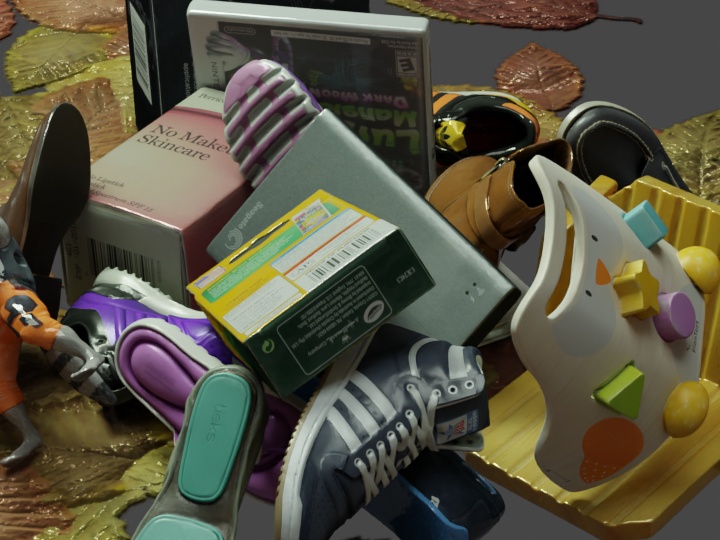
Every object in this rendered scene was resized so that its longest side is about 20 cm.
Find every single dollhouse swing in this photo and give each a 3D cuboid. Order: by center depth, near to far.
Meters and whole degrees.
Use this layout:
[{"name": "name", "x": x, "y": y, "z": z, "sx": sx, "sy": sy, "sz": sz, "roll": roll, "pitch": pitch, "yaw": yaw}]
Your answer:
[{"name": "dollhouse swing", "x": 0.183, "y": 0.056, "z": 1.485, "sx": 0.199, "sy": 0.183, "sz": 0.175, "roll": 27, "pitch": 31, "yaw": 36}]

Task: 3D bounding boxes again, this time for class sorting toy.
[{"name": "sorting toy", "x": 0.148, "y": 0.017, "z": 1.387, "sx": 0.106, "sy": 0.180, "sz": 0.202, "roll": -7, "pitch": 62, "yaw": 32}]

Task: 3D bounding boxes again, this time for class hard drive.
[{"name": "hard drive", "x": 0.000, "y": 0.000, "z": 1.548, "sx": 0.200, "sy": 0.140, "sz": 0.033, "roll": 44, "pitch": 8, "yaw": 21}]

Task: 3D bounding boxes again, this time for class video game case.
[{"name": "video game case", "x": -0.038, "y": -0.136, "z": 1.763, "sx": 0.198, "sy": 0.183, "sz": 0.023, "roll": 6, "pitch": 43, "yaw": 11}]

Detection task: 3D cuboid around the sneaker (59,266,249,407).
[{"name": "sneaker", "x": -0.146, "y": 0.070, "z": 1.560, "sx": 0.199, "sy": 0.070, "sz": 0.099, "roll": 18, "pitch": 44, "yaw": 34}]

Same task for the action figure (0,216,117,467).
[{"name": "action figure", "x": -0.266, "y": 0.040, "z": 1.533, "sx": 0.104, "sy": 0.200, "sz": 0.194, "roll": -17, "pitch": 65, "yaw": -36}]

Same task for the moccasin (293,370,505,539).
[{"name": "moccasin", "x": 0.020, "y": 0.125, "z": 1.466, "sx": 0.068, "sy": 0.081, "sz": 0.200, "roll": -21, "pitch": 52, "yaw": -32}]

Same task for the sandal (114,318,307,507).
[{"name": "sandal", "x": -0.100, "y": 0.105, "z": 1.465, "sx": 0.202, "sy": 0.083, "sz": 0.050, "roll": 29, "pitch": 25, "yaw": 28}]

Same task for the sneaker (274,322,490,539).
[{"name": "sneaker", "x": 0.019, "y": 0.113, "z": 1.374, "sx": 0.107, "sy": 0.071, "sz": 0.201, "roll": 12, "pitch": 47, "yaw": 13}]

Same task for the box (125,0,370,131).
[{"name": "box", "x": -0.097, "y": -0.205, "z": 1.861, "sx": 0.198, "sy": 0.198, "sz": 0.118, "roll": -11, "pitch": 32, "yaw": -15}]

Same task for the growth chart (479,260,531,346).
[{"name": "growth chart", "x": 0.045, "y": 0.030, "z": 1.654, "sx": 0.199, "sy": 0.018, "sz": 0.144, "roll": -21, "pitch": 38, "yaw": -31}]

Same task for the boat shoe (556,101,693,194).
[{"name": "boat shoe", "x": 0.222, "y": -0.056, "z": 1.634, "sx": 0.073, "sy": 0.200, "sz": 0.063, "roll": -44, "pitch": 39, "yaw": 3}]

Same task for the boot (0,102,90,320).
[{"name": "boot", "x": -0.307, "y": -0.040, "z": 1.629, "sx": 0.198, "sy": 0.188, "sz": 0.064, "roll": 5, "pitch": -13, "yaw": 33}]

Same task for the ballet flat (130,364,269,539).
[{"name": "ballet flat", "x": -0.104, "y": 0.160, "z": 1.387, "sx": 0.067, "sy": 0.064, "sz": 0.202, "roll": 16, "pitch": 73, "yaw": 13}]

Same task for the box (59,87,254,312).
[{"name": "box", "x": -0.130, "y": -0.046, "z": 1.694, "sx": 0.127, "sy": 0.110, "sz": 0.200, "roll": 17, "pitch": 37, "yaw": 27}]

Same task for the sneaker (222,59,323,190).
[{"name": "sneaker", "x": -0.027, "y": -0.076, "z": 1.641, "sx": 0.080, "sy": 0.201, "sz": 0.088, "roll": -36, "pitch": 2, "yaw": 26}]

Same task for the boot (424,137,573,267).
[{"name": "boot", "x": 0.103, "y": -0.059, "z": 1.623, "sx": 0.077, "sy": 0.155, "sz": 0.200, "roll": 40, "pitch": 40, "yaw": -2}]

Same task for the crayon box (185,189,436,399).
[{"name": "crayon box", "x": -0.038, "y": 0.012, "z": 1.451, "sx": 0.125, "sy": 0.052, "sz": 0.200, "roll": -36, "pitch": 17, "yaw": -7}]

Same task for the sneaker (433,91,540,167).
[{"name": "sneaker", "x": 0.055, "y": -0.120, "z": 1.815, "sx": 0.198, "sy": 0.071, "sz": 0.090, "roll": -4, "pitch": 8, "yaw": -8}]
